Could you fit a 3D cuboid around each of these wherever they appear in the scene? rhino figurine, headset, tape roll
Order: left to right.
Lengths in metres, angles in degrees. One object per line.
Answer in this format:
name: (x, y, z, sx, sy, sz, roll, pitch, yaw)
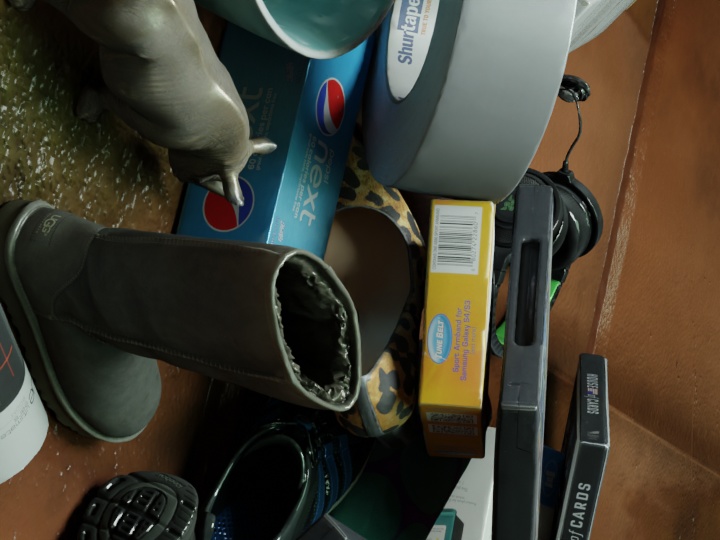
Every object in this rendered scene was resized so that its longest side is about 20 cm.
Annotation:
rhino figurine: (-0.103, -0.095, 1.379, 0.060, 0.087, 0.200, -65, 145, -28)
tape roll: (0.060, -0.140, 1.472, 0.200, 0.066, 0.201, -171, -90, -75)
headset: (0.110, -0.042, 1.805, 0.123, 0.094, 0.201, 1, 110, -64)

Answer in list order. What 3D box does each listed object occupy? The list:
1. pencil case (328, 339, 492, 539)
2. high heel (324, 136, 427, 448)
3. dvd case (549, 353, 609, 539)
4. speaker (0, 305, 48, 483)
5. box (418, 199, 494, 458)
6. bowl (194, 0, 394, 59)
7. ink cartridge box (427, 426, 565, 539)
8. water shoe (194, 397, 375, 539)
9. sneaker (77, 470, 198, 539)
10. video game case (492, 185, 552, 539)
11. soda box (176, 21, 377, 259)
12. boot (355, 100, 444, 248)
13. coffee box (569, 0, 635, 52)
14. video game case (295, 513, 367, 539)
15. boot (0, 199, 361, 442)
pencil case: (0.008, 0.140, 1.623, 0.085, 0.092, 0.200, 44, 55, -16)
high heel: (0.000, 0.000, 1.505, 0.143, 0.071, 0.201, 52, 27, -77)
dvd case: (0.150, 0.158, 1.831, 0.200, 0.025, 0.151, -74, 174, -74)
speaker: (-0.213, 0.011, 1.218, 0.081, 0.081, 0.200, -54, 140, -40)
box: (0.058, 0.040, 1.537, 0.200, 0.041, 0.119, 85, 9, -76)
bowl: (-0.057, -0.219, 1.418, 0.201, 0.105, 0.201, -19, 113, -57)
ink cartridge box: (0.072, 0.209, 1.765, 0.116, 0.067, 0.201, 24, 74, -61)
water shoe: (-0.037, 0.113, 1.528, 0.200, 0.071, 0.079, -59, 177, -36)
sneaker: (-0.139, 0.204, 1.398, 0.200, 0.076, 0.091, -53, 149, -36)
video game case: (0.096, 0.083, 1.552, 0.181, 0.025, 0.200, -82, 173, -46)
soda box: (-0.052, -0.061, 1.499, 0.068, 0.064, 0.201, 32, 68, -58)
boot: (0.017, -0.088, 1.636, 0.166, 0.072, 0.201, 19, 80, -48)
coffee box: (0.111, -0.198, 1.659, 0.080, 0.114, 0.200, -46, 176, 26)
video game case: (-0.054, 0.232, 1.467, 0.200, 0.026, 0.181, -45, 153, 1)
boot: (-0.082, 0.038, 1.328, 0.073, 0.199, 0.182, -64, 145, -29)
